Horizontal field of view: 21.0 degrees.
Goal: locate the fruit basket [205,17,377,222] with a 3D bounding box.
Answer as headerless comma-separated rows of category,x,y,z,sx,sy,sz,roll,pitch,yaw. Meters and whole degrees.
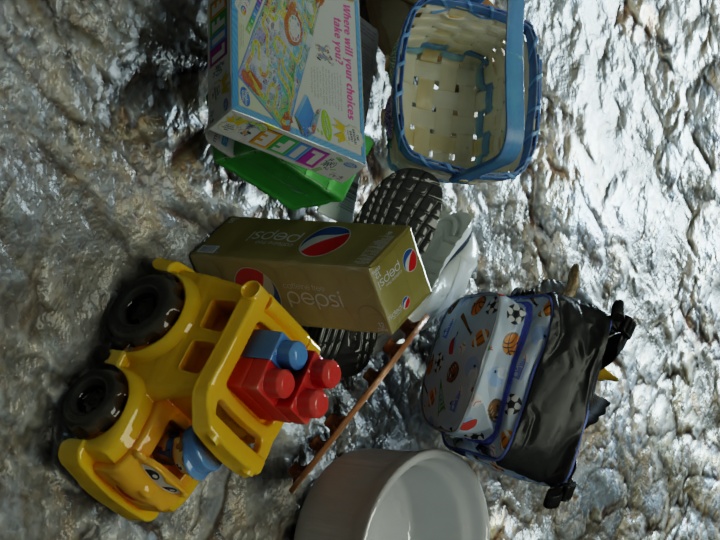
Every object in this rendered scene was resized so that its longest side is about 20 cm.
fruit basket,-0.059,-0.161,1.676,0.185,0.093,0.201,31,54,-44

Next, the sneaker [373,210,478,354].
sneaker,0.055,0.027,1.851,0.200,0.076,0.081,-45,136,-37

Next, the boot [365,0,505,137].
boot,0.081,-0.239,1.867,0.202,0.071,0.144,59,37,-25

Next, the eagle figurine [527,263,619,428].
eagle figurine,0.202,0.088,2.020,0.152,0.151,0.200,-36,168,3

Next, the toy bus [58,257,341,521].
toy bus,-0.116,0.105,1.549,0.136,0.191,0.200,50,58,-43

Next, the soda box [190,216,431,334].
soda box,-0.042,0.003,1.619,0.064,0.199,0.068,-45,126,-38

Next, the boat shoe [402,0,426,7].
boat shoe,0.010,-0.297,1.717,0.199,0.067,0.072,20,69,-27

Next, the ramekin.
ramekin,0.026,0.261,1.816,0.200,0.097,0.201,-8,100,-50

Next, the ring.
ring,-0.005,0.115,1.726,0.019,0.201,0.201,39,54,2

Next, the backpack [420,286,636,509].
backpack,0.141,0.107,1.825,0.154,0.190,0.201,24,81,-10

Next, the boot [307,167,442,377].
boot,0.000,0.000,1.728,0.070,0.132,0.201,29,86,-9

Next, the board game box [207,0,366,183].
board game box,-0.060,-0.182,1.574,0.134,0.034,0.201,21,52,-33

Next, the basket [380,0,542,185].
basket,0.096,-0.157,1.694,0.139,0.200,0.177,10,73,-21
